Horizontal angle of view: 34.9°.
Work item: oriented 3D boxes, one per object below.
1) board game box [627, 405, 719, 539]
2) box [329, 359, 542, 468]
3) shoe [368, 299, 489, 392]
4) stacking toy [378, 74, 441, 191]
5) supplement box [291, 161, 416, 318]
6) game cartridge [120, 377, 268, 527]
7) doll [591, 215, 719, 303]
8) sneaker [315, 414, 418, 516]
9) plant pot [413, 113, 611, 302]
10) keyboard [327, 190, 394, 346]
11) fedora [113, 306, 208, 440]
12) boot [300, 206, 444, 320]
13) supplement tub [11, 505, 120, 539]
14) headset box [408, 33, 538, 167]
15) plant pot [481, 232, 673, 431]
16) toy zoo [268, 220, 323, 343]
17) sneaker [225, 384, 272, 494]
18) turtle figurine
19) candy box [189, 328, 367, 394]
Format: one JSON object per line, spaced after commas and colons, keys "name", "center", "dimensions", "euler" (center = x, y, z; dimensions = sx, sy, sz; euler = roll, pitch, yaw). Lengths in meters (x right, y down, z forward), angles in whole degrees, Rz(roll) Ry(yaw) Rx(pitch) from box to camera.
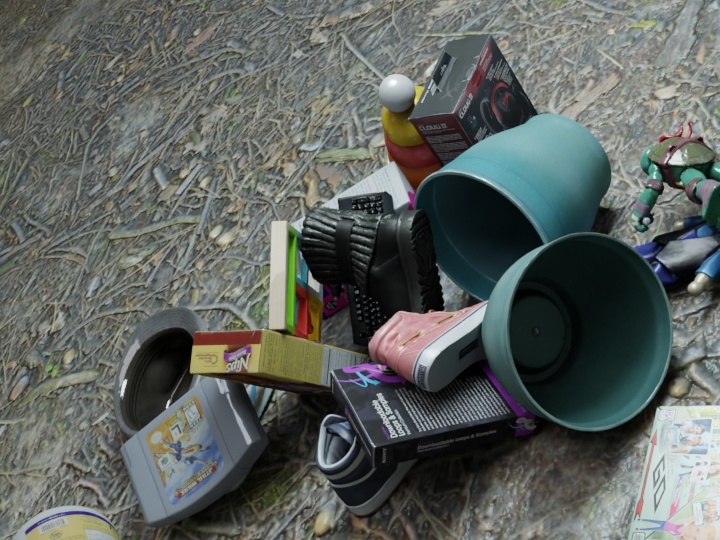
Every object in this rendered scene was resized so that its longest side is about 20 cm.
{"name": "board game box", "center": [0.327, 0.218, 1.072], "dimensions": [0.134, 0.029, 0.200], "euler": [-7, 47, 37]}
{"name": "box", "center": [0.081, 0.145, 1.269], "dimensions": [0.199, 0.036, 0.143], "euler": [-8, 32, -18]}
{"name": "shoe", "center": [0.101, 0.067, 1.298], "dimensions": [0.091, 0.072, 0.200], "euler": [23, 36, 35]}
{"name": "stacking toy", "center": [0.077, -0.201, 1.563], "dimensions": [0.146, 0.200, 0.147], "euler": [-9, 66, 20]}
{"name": "supplement box", "center": [-0.004, -0.041, 1.568], "dimensions": [0.200, 0.101, 0.104], "euler": [-32, 37, 10]}
{"name": "game cartridge", "center": [-0.210, 0.228, 1.435], "dimensions": [0.200, 0.041, 0.133], "euler": [-39, 55, 18]}
{"name": "doll", "center": [0.355, -0.016, 1.273], "dimensions": [0.199, 0.049, 0.137], "euler": [-21, 31, 14]}
{"name": "sneaker", "center": [0.028, 0.173, 1.309], "dimensions": [0.070, 0.109, 0.200], "euler": [17, 64, 48]}
{"name": "plant pot", "center": [0.200, -0.085, 1.375], "dimensions": [0.200, 0.201, 0.188], "euler": [10, 44, 46]}
{"name": "keyboard", "center": [0.000, 0.000, 1.470], "dimensions": [0.104, 0.040, 0.201], "euler": [-10, 80, 15]}
{"name": "fedora", "center": [-0.253, 0.160, 1.580], "dimensions": [0.176, 0.090, 0.201], "euler": [-23, 51, 25]}
{"name": "boot", "center": [0.016, 0.022, 1.400], "dimensions": [0.157, 0.212, 0.079], "euler": [-2, 13, 26]}
{"name": "supplement tub", "center": [-0.337, 0.393, 1.366], "dimensions": [0.145, 0.145, 0.200], "euler": [-41, 37, -3]}
{"name": "headset box", "center": [0.154, -0.202, 1.515], "dimensions": [0.075, 0.200, 0.149], "euler": [-2, 51, 39]}
{"name": "plant pot", "center": [0.211, 0.066, 1.217], "dimensions": [0.200, 0.200, 0.134], "euler": [-52, 15, -17]}
{"name": "toy zoo", "center": [-0.075, 0.025, 1.428], "dimensions": [0.020, 0.200, 0.132], "euler": [-2, 77, 12]}
{"name": "sneaker", "center": [-0.175, 0.195, 1.485], "dimensions": [0.076, 0.081, 0.201], "euler": [-12, 50, 31]}
{"name": "turtle figurine", "center": [0.361, -0.098, 1.267], "dimensions": [0.149, 0.101, 0.200], "euler": [-27, 22, -12]}
{"name": "candy box", "center": [-0.097, 0.115, 1.403], "dimensions": [0.116, 0.200, 0.057], "euler": [-4, 74, 38]}
